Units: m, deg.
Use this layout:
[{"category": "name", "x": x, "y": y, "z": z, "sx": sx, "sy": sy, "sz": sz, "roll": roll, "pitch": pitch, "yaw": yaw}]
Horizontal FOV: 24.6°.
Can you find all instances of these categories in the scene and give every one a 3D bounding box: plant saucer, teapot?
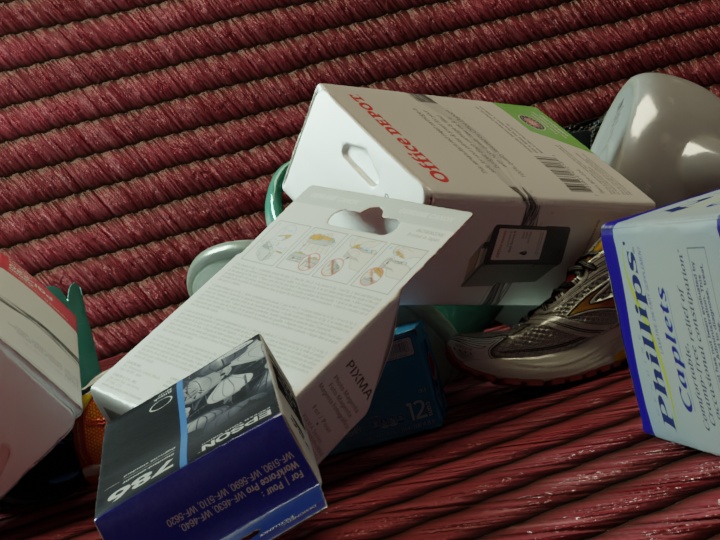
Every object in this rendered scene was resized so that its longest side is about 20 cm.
[{"category": "plant saucer", "x": -0.031, "y": 0.051, "z": 1.126, "sx": 0.199, "sy": 0.050, "sz": 0.200, "roll": 16, "pitch": -26, "yaw": 8}, {"category": "teapot", "x": 0.238, "y": -0.041, "z": 1.217, "sx": 0.146, "sy": 0.198, "sz": 0.200, "roll": 19, "pitch": 28, "yaw": -2}]

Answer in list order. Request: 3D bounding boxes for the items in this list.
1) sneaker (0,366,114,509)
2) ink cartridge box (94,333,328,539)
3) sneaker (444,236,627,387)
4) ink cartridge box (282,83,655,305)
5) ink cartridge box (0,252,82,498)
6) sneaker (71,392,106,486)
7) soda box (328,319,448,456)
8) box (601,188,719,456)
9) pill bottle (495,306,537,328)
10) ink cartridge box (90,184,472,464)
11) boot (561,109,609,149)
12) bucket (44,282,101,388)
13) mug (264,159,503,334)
[{"category": "sneaker", "x": -0.196, "y": 0.125, "z": 1.219, "sx": 0.200, "sy": 0.073, "sz": 0.112, "roll": -26, "pitch": 9, "yaw": -22}, {"category": "ink cartridge box", "x": -0.074, "y": 0.090, "z": 0.780, "sx": 0.099, "sy": 0.039, "sz": 0.200, "roll": -30, "pitch": 14, "yaw": -2}, {"category": "sneaker", "x": 0.147, "y": 0.022, "z": 1.055, "sx": 0.199, "sy": 0.082, "sz": 0.078, "roll": -17, "pitch": 3, "yaw": -9}, {"category": "ink cartridge box", "x": 0.071, "y": -0.049, "z": 1.093, "sx": 0.199, "sy": 0.084, "sz": 0.146, "roll": 1, "pitch": 32, "yaw": -37}, {"category": "ink cartridge box", "x": -0.268, "y": 0.086, "z": 1.121, "sx": 0.146, "sy": 0.085, "sz": 0.200, "roll": -44, "pitch": 21, "yaw": 3}, {"category": "sneaker", "x": -0.113, "y": 0.095, "z": 1.148, "sx": 0.073, "sy": 0.077, "sz": 0.200, "roll": -15, "pitch": -5, "yaw": 39}, {"category": "soda box", "x": -0.049, "y": 0.088, "z": 1.038, "sx": 0.199, "sy": 0.064, "sz": 0.068, "roll": -15, "pitch": 2, "yaw": 8}, {"category": "box", "x": 0.220, "y": 0.004, "z": 0.697, "sx": 0.183, "sy": 0.105, "sz": 0.200, "roll": -16, "pitch": 2, "yaw": -8}, {"category": "pill bottle", "x": 0.157, "y": -0.005, "z": 1.384, "sx": 0.104, "sy": 0.105, "sz": 0.200, "roll": -15, "pitch": 2, "yaw": 22}, {"category": "ink cartridge box", "x": -0.040, "y": 0.037, "z": 0.966, "sx": 0.200, "sy": 0.057, "sz": 0.162, "roll": -41, "pitch": 31, "yaw": -26}, {"category": "boot", "x": 0.286, "y": -0.080, "z": 1.512, "sx": 0.199, "sy": 0.169, "sz": 0.076, "roll": -15, "pitch": 2, "yaw": 18}, {"category": "bucket", "x": -0.302, "y": 0.104, "z": 1.339, "sx": 0.207, "sy": 0.135, "sz": 0.207, "roll": -18, "pitch": -3, "yaw": -1}, {"category": "mug", "x": 0.006, "y": 0.009, "z": 1.242, "sx": 0.185, "sy": 0.152, "sz": 0.114, "roll": 16, "pitch": 47, "yaw": 36}]
